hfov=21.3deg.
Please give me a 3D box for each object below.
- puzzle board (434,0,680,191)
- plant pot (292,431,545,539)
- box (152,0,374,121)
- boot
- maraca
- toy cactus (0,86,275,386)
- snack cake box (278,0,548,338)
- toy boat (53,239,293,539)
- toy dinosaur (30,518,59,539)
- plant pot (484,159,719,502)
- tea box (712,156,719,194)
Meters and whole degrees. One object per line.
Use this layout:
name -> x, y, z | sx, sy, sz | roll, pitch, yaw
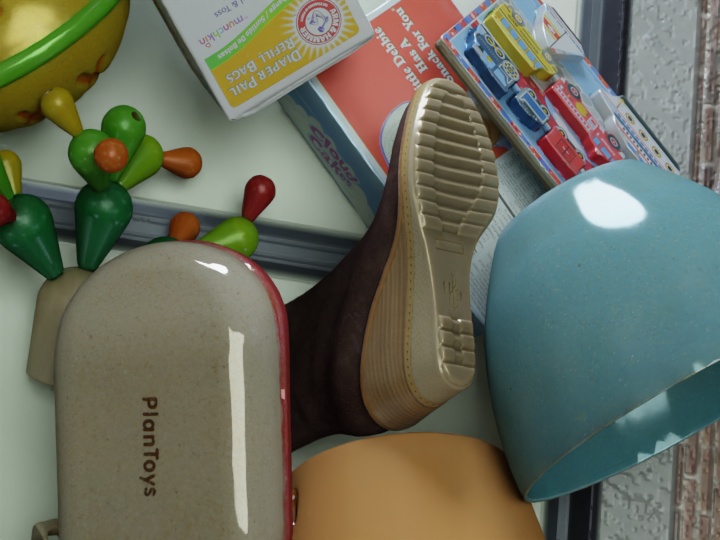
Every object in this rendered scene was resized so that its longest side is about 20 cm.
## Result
puzzle board -> 0.138, -0.089, 1.195 | 0.200, 0.017, 0.151 | 51, 33, -4
plant pot -> 0.029, 0.181, 1.074 | 0.198, 0.200, 0.141 | 2, 62, -15
box -> -0.089, -0.205, 1.110 | 0.101, 0.113, 0.201 | -31, 114, -4
boot -> 0.000, 0.000, 1.112 | 0.072, 0.166, 0.202 | 20, 62, -36
maraca -> -0.218, -0.128, 1.103 | 0.199, 0.137, 0.108 | -35, 116, -13
toy cactus -> -0.147, -0.011, 1.106 | 0.199, 0.102, 0.167 | 14, 97, -43
snack cake box -> 0.051, -0.068, 1.191 | 0.115, 0.067, 0.201 | -35, 89, -19
toy boat -> -0.092, 0.085, 1.064 | 0.129, 0.131, 0.202 | -2, 88, 14
toy dinosaur -> -0.150, 0.174, 1.093 | 0.100, 0.058, 0.202 | 14, 62, -37
plant pot -> 0.146, 0.020, 1.058 | 0.199, 0.200, 0.136 | -23, 73, -19
tea box -> 0.344, -0.068, 1.237 | 0.195, 0.134, 0.202 | 18, 74, -11
